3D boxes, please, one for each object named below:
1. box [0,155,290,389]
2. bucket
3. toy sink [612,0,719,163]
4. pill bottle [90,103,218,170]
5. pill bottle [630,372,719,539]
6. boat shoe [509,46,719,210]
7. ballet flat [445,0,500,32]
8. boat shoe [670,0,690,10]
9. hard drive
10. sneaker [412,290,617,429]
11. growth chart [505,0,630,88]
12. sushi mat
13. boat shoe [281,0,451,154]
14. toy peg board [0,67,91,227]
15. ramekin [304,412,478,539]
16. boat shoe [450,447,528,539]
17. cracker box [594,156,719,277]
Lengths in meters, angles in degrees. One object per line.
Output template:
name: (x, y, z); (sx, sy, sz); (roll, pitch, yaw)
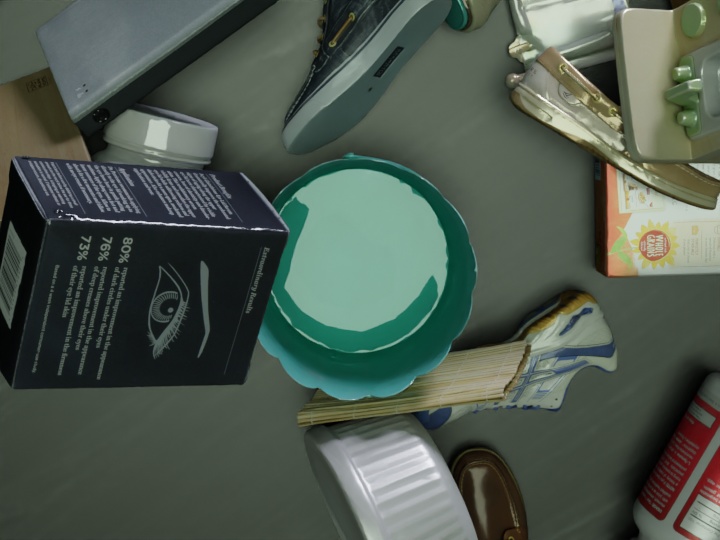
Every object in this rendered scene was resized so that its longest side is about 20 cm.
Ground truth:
box: (-0.176, 0.004, 1.040); (0.199, 0.104, 0.149); (3, 119, -32)
bucket: (0.000, 0.000, 1.167); (0.206, 0.135, 0.208); (0, 98, -1)
toy sink: (0.323, -0.162, 1.086); (0.199, 0.112, 0.131); (-1, 81, -24)
pill bottle: (-0.192, -0.039, 1.168); (0.114, 0.114, 0.201); (13, 99, -4)
pill bottle: (0.321, 0.204, 1.224); (0.112, 0.112, 0.201); (27, 98, -6)
boat shoe: (0.226, -0.121, 1.133); (0.199, 0.074, 0.069); (30, 100, -3)
ballet flat: (0.061, -0.303, 1.164); (0.069, 0.069, 0.201); (-31, 101, 3)
boat shoe: (0.302, -0.282, 1.168); (0.069, 0.071, 0.201); (-25, 113, -17)
hard drive: (-0.174, -0.216, 1.135); (0.200, 0.140, 0.033); (-35, 138, 4)
sneaker: (0.144, 0.103, 1.222); (0.199, 0.075, 0.088); (-31, 99, 4)
growth chart: (0.187, -0.273, 1.189); (0.144, 0.018, 0.201); (-9, 99, -1)
sushi mat: (0.048, 0.098, 1.172); (0.199, 0.096, 0.012); (-10, 110, 25)
boat shoe: (-0.013, -0.198, 1.177); (0.200, 0.071, 0.091); (-45, 68, 19)
toy peg board: (-0.318, -0.055, 1.138); (0.198, 0.200, 0.098); (-22, 132, -6)
ramekin: (0.032, 0.215, 1.182); (0.094, 0.202, 0.203); (-23, 100, -11)
boat shoe: (0.127, 0.266, 1.251); (0.072, 0.068, 0.201); (-9, 99, 0)
cracker box: (0.313, -0.065, 1.206); (0.199, 0.058, 0.135); (-2, 97, 0)
